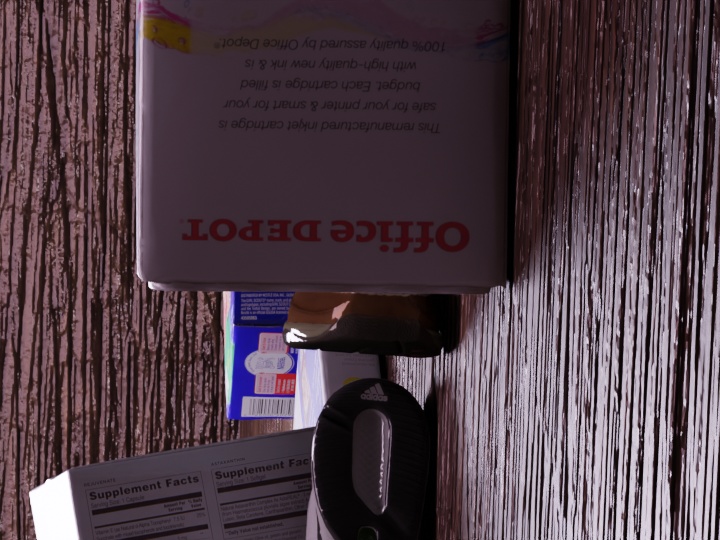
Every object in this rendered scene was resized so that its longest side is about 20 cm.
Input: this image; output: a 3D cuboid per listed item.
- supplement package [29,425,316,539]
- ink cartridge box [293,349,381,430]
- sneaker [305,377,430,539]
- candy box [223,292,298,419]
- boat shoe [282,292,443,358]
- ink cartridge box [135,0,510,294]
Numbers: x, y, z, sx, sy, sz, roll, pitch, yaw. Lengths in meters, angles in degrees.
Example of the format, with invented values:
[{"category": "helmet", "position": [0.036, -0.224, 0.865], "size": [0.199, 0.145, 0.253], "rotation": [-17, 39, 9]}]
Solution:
[{"category": "supplement package", "position": [-0.081, 0.199, 1.561], "size": [0.152, 0.150, 0.200], "rotation": [149, 112, -73]}, {"category": "ink cartridge box", "position": [-0.013, 0.119, 1.715], "size": [0.200, 0.047, 0.198], "rotation": [-98, 11, -47]}, {"category": "sneaker", "position": [0.003, 0.155, 1.431], "size": [0.115, 0.075, 0.201], "rotation": [40, -122, -85]}, {"category": "candy box", "position": [-0.061, -0.015, 2.094], "size": [0.169, 0.077, 0.200], "rotation": [99, 171, -63]}, {"category": "boat shoe", "position": [0.000, 0.000, 1.384], "size": [0.200, 0.075, 0.074], "rotation": [-145, 59, -83]}, {"category": "ink cartridge box", "position": [-0.016, -0.093, 1.144], "size": [0.086, 0.147, 0.201], "rotation": [-137, 49, -84]}]
